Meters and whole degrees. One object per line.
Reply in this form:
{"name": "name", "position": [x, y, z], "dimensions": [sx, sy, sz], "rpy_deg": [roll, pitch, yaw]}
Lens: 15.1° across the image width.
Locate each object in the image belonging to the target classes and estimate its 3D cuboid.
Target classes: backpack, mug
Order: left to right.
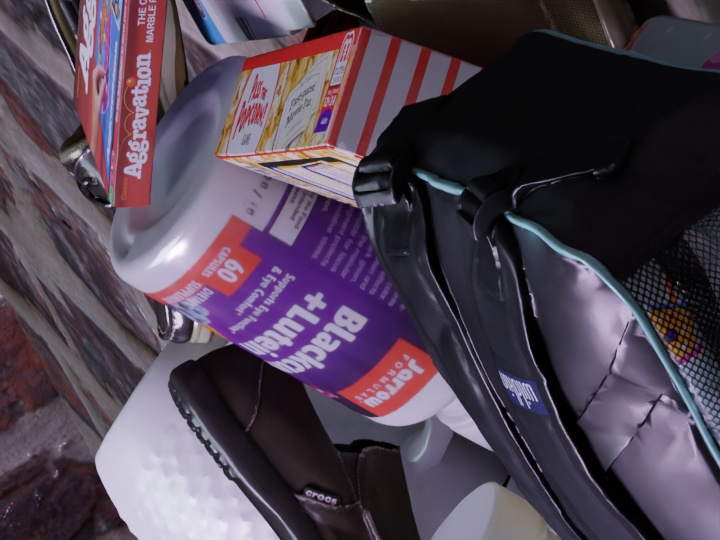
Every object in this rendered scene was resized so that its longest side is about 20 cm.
{"name": "mug", "position": [-0.026, 0.091, 1.337], "dimensions": [0.175, 0.148, 0.200], "rpy_deg": [33, 133, 2]}
{"name": "backpack", "position": [0.111, 0.023, 0.858], "dimensions": [0.176, 0.153, 0.201], "rpy_deg": [17, 136, 61]}

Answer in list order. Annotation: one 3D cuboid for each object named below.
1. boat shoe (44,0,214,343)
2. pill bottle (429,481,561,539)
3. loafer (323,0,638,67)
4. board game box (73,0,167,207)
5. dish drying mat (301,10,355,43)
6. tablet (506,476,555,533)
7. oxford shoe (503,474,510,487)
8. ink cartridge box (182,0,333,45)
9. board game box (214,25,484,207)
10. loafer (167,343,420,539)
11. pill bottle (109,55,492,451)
{"name": "boat shoe", "position": [-0.111, -0.060, 1.279], "dimensions": [0.073, 0.065, 0.201], "rpy_deg": [-167, 65, -75]}
{"name": "pill bottle", "position": [0.113, 0.184, 1.181], "dimensions": [0.200, 0.117, 0.116], "rpy_deg": [34, 170, -8]}
{"name": "loafer", "position": [0.040, -0.100, 1.027], "dimensions": [0.200, 0.067, 0.076], "rpy_deg": [36, 156, 59]}
{"name": "board game box", "position": [-0.098, -0.139, 1.144], "dimensions": [0.103, 0.019, 0.201], "rpy_deg": [-115, 28, -57]}
{"name": "dish drying mat", "position": [-0.019, -0.065, 1.353], "dimensions": [0.018, 0.077, 0.200], "rpy_deg": [19, 158, 8]}
{"name": "tablet", "position": [0.104, 0.147, 1.284], "dimensions": [0.130, 0.014, 0.201], "rpy_deg": [50, 135, 35]}
{"name": "oxford shoe", "position": [0.126, 0.161, 1.347], "dimensions": [0.200, 0.071, 0.073], "rpy_deg": [40, 164, 53]}
{"name": "ink cartridge box", "position": [-0.046, -0.166, 1.193], "dimensions": [0.116, 0.067, 0.200], "rpy_deg": [61, 167, -11]}
{"name": "board game box", "position": [0.039, -0.041, 1.030], "dimensions": [0.151, 0.047, 0.200], "rpy_deg": [19, 177, -14]}
{"name": "loafer", "position": [-0.004, 0.109, 1.237], "dimensions": [0.200, 0.071, 0.073], "rpy_deg": [53, 174, -9]}
{"name": "pill bottle", "position": [0.000, 0.000, 1.195], "dimensions": [0.200, 0.112, 0.111], "rpy_deg": [30, 178, -22]}
